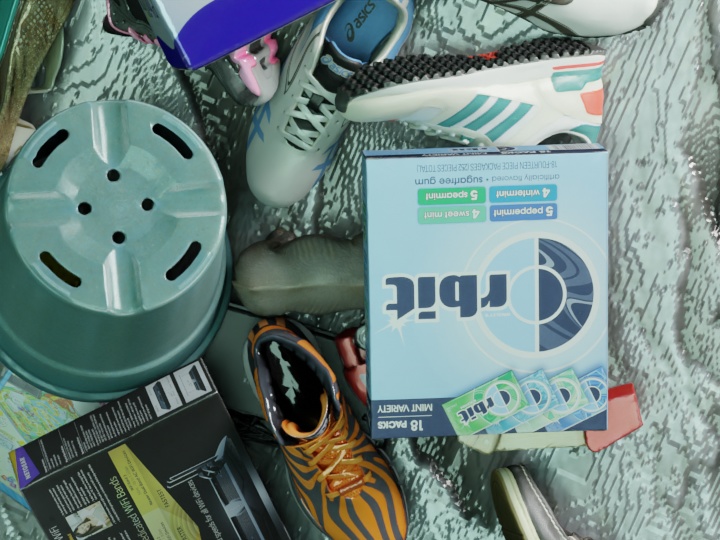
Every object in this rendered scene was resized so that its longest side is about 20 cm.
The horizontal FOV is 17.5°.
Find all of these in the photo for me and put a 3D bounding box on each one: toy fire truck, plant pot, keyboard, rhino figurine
[{"bbox_3d":[0.094,0.081,1.714,0.199,0.049,0.142,-18,96,6],"label":"toy fire truck"},{"bbox_3d":[-0.176,-0.024,1.635,0.199,0.196,0.201,2,76,-10],"label":"plant pot"},{"bbox_3d":[-0.071,0.084,1.761,0.199,0.040,0.104,18,93,-2],"label":"keyboard"},{"bbox_3d":[0.000,0.000,1.702,0.199,0.087,0.060,-3,101,10],"label":"rhino figurine"}]

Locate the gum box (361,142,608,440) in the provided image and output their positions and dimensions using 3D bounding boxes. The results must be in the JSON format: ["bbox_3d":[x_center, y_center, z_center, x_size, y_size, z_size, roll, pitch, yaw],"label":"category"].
[{"bbox_3d":[0.087,0.014,1.642,0.169,0.045,0.201,-2,101,-4],"label":"gum box"}]

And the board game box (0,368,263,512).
[{"bbox_3d":[-0.193,0.142,1.788,0.200,0.034,0.135,35,104,1],"label":"board game box"}]

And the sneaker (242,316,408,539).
[{"bbox_3d":[-0.029,0.129,1.689,0.077,0.112,0.200,-32,94,0],"label":"sneaker"}]

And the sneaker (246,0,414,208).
[{"bbox_3d":[-0.028,-0.133,1.691,0.072,0.072,0.200,30,105,1],"label":"sneaker"}]

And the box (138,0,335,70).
[{"bbox_3d":[-0.085,-0.263,1.581,0.183,0.105,0.201,-28,102,-8],"label":"box"}]

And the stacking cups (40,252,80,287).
[{"bbox_3d":[-0.294,-0.032,1.757,0.200,0.061,0.061,29,104,2],"label":"stacking cups"}]

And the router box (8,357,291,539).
[{"bbox_3d":[-0.144,0.183,1.715,0.157,0.052,0.200,-26,124,-5],"label":"router box"}]

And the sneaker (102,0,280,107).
[{"bbox_3d":[-0.139,-0.189,1.699,0.095,0.079,0.200,-40,81,20],"label":"sneaker"}]

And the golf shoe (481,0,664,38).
[{"bbox_3d":[0.117,-0.209,1.642,0.199,0.094,0.078,16,102,4],"label":"golf shoe"}]

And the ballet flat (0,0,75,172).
[{"bbox_3d":[-0.259,-0.128,1.724,0.065,0.070,0.201,17,99,-40],"label":"ballet flat"}]

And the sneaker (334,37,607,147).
[{"bbox_3d":[0.082,-0.106,1.656,0.199,0.070,0.094,-10,109,-15],"label":"sneaker"}]

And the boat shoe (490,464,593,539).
[{"bbox_3d":[0.161,0.229,1.735,0.065,0.073,0.201,-26,90,-9],"label":"boat shoe"}]
